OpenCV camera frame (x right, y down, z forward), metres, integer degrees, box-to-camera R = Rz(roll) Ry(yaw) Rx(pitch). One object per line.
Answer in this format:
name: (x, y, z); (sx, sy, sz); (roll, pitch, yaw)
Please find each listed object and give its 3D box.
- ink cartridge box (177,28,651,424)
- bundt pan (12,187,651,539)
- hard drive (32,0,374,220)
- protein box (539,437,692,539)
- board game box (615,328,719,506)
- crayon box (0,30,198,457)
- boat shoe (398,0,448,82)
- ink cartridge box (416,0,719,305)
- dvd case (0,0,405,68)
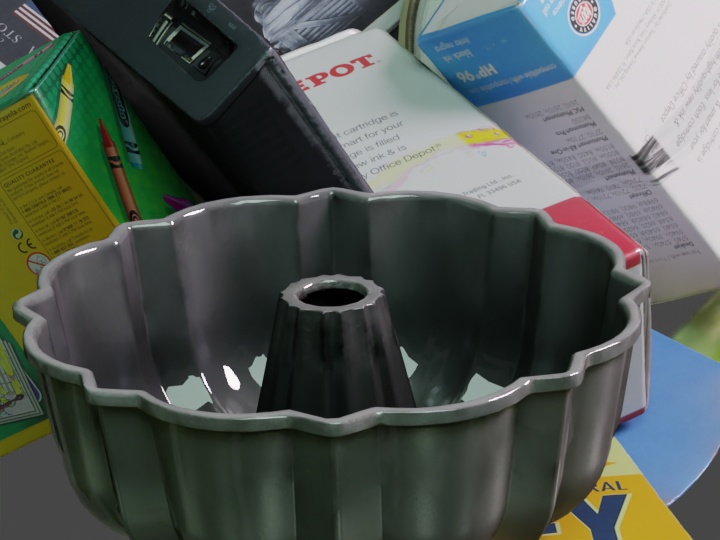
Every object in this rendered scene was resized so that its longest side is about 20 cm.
ink cartridge box: (0.000, 0.000, 1.141); (0.146, 0.083, 0.200); (-23, 40, -21)
bundt pan: (-0.008, 0.041, 0.922); (0.202, 0.076, 0.202); (-1, 20, 0)
hard drive: (-0.067, -0.073, 1.075); (0.042, 0.135, 0.200); (-42, 43, -7)
protein box: (0.044, 0.184, 0.935); (0.135, 0.200, 0.199); (-6, 21, -11)
board game box: (0.046, 0.065, 1.154); (0.200, 0.039, 0.158); (27, 47, 37)
crayon box: (-0.156, 0.010, 1.063); (0.200, 0.119, 0.058); (-25, 20, 25)
boat shoe: (0.077, -0.138, 1.282); (0.075, 0.068, 0.200); (36, 53, -18)
ink cartridge box: (0.128, -0.068, 1.217); (0.200, 0.068, 0.116); (49, 54, -22)
dvd case: (-0.075, -0.114, 1.285); (0.150, 0.025, 0.200); (37, 58, 19)
